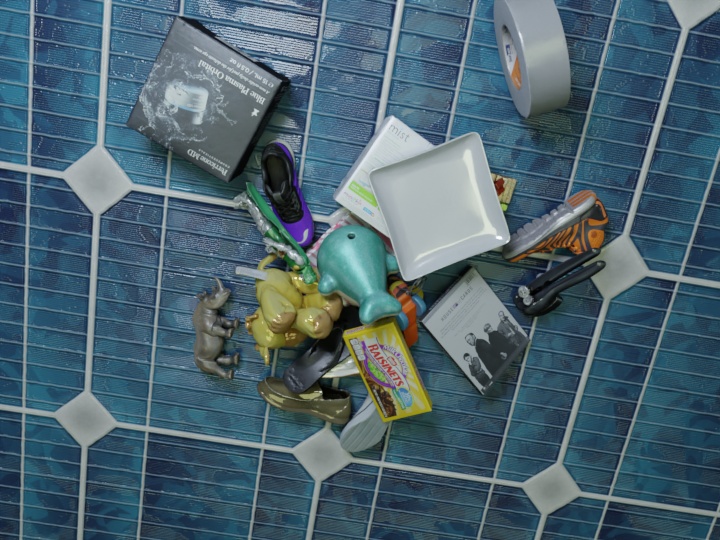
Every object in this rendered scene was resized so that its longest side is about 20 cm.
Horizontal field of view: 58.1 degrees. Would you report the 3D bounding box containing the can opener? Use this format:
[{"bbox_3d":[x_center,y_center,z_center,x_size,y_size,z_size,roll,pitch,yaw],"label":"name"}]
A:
[{"bbox_3d":[0.364,0.019,1.201,0.078,0.064,0.200,3,144,-40],"label":"can opener"}]

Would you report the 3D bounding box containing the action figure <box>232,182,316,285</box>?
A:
[{"bbox_3d":[-0.147,-0.055,1.149,0.055,0.118,0.200,-41,86,-12],"label":"action figure"}]

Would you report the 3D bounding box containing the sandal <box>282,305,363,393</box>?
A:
[{"bbox_3d":[-0.064,0.152,1.217,0.076,0.043,0.200,40,86,15],"label":"sandal"}]

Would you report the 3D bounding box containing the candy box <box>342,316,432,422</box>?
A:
[{"bbox_3d":[0.052,0.185,1.195,0.102,0.026,0.201,-18,111,16],"label":"candy box"}]

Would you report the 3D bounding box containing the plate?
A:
[{"bbox_3d":[0.133,-0.108,1.096,0.199,0.032,0.201,-21,104,-1],"label":"plate"}]

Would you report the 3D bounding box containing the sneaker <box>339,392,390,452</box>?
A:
[{"bbox_3d":[0.029,0.285,1.301,0.073,0.071,0.200,34,114,-16],"label":"sneaker"}]

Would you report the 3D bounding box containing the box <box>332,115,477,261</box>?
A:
[{"bbox_3d":[0.080,-0.144,1.147,0.199,0.097,0.177,33,96,-10],"label":"box"}]

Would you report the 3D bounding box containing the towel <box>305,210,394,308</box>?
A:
[{"bbox_3d":[-0.011,-0.023,1.229,0.200,0.030,0.146,-43,103,11],"label":"towel"}]

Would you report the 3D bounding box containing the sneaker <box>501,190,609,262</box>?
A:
[{"bbox_3d":[0.368,-0.050,1.197,0.199,0.078,0.112,-32,113,17],"label":"sneaker"}]

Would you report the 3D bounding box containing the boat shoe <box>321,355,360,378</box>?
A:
[{"bbox_3d":[-0.025,0.172,1.272,0.199,0.071,0.070,-5,86,-5],"label":"boat shoe"}]

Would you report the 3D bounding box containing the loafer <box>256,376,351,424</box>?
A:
[{"bbox_3d":[-0.106,0.244,1.289,0.199,0.076,0.068,19,105,-16],"label":"loafer"}]

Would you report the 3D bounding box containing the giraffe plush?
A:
[{"bbox_3d":[-0.145,0.086,1.190,0.199,0.173,0.163,22,129,3],"label":"giraffe plush"}]

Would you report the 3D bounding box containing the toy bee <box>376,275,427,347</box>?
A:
[{"bbox_3d":[0.071,0.053,1.216,0.109,0.131,0.201,38,126,28],"label":"toy bee"}]

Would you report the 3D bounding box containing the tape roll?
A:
[{"bbox_3d":[0.273,-0.352,1.043,0.066,0.200,0.201,-15,106,6],"label":"tape roll"}]

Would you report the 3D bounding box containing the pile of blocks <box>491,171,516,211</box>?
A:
[{"bbox_3d":[0.214,-0.093,1.191,0.082,0.062,0.200,38,103,-10],"label":"pile of blocks"}]

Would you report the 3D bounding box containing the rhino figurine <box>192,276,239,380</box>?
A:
[{"bbox_3d":[-0.283,0.110,1.253,0.087,0.060,0.201,5,104,10],"label":"rhino figurine"}]

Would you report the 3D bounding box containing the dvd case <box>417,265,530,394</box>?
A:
[{"bbox_3d":[0.220,0.114,1.236,0.150,0.025,0.200,-45,106,-14],"label":"dvd case"}]

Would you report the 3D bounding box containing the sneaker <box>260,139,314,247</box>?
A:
[{"bbox_3d":[-0.138,-0.129,1.160,0.069,0.100,0.201,-14,106,6],"label":"sneaker"}]

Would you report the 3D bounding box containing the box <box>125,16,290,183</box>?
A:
[{"bbox_3d":[-0.255,-0.288,1.106,0.196,0.118,0.201,29,106,-8],"label":"box"}]

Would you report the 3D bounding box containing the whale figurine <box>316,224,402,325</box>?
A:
[{"bbox_3d":[0.000,0.000,1.120,0.158,0.200,0.104,-16,137,-14],"label":"whale figurine"}]
